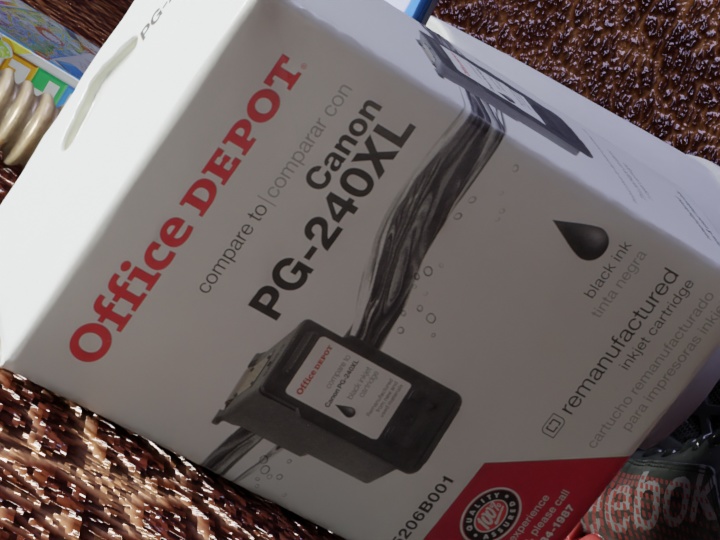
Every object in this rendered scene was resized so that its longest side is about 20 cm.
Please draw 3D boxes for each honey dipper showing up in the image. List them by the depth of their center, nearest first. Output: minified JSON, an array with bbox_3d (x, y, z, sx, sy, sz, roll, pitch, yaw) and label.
[{"bbox_3d":[-0.094,-0.028,0.940,0.200,0.038,0.038,33,6,-21],"label":"honey dipper"}]

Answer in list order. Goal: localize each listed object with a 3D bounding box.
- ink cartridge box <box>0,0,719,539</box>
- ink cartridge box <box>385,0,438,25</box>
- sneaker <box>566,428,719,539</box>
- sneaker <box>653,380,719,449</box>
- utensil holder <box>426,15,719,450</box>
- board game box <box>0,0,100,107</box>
[{"bbox_3d":[0.000,0.000,0.665,0.199,0.146,0.083,29,18,-24],"label":"ink cartridge box"},{"bbox_3d":[-0.026,-0.085,0.803,0.084,0.145,0.200,28,-33,0],"label":"ink cartridge box"},{"bbox_3d":[0.130,0.098,0.791,0.071,0.098,0.200,27,7,-26],"label":"sneaker"},{"bbox_3d":[0.258,0.118,1.164,0.076,0.115,0.199,22,14,-46],"label":"sneaker"},{"bbox_3d":[0.074,-0.016,1.056,0.199,0.171,0.170,26,9,-30],"label":"utensil holder"},{"bbox_3d":[-0.175,-0.111,1.145,0.134,0.034,0.200,30,7,-16],"label":"board game box"}]
